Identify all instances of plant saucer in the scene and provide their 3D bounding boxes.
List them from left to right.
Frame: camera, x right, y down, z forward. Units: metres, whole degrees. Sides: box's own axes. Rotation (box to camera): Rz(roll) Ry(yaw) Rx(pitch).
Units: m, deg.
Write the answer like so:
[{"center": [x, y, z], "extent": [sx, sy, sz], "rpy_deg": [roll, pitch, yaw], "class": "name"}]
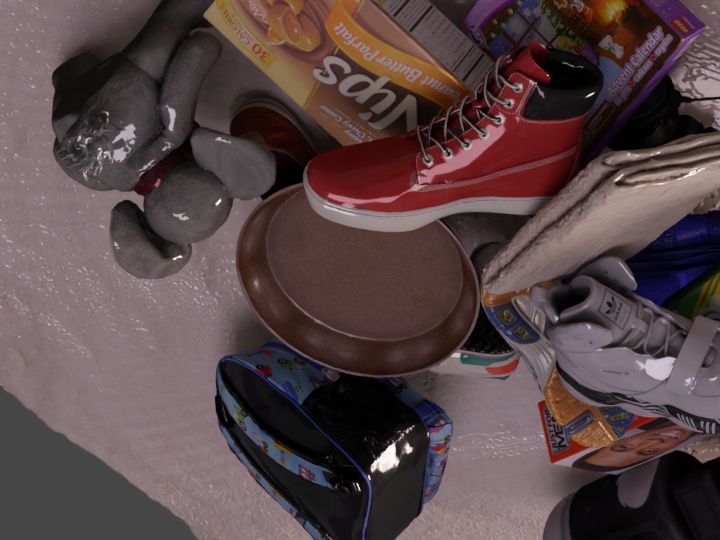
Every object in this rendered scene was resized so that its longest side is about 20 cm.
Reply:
[{"center": [0.000, 0.000, 1.366], "extent": [0.199, 0.035, 0.201], "rpy_deg": [10, 132, 11], "class": "plant saucer"}]

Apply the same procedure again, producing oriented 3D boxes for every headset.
[{"center": [0.222, -0.093, 1.288], "extent": [0.199, 0.094, 0.123], "rpy_deg": [-22, 126, 42], "class": "headset"}]

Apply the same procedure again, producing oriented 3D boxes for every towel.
[{"center": [0.177, -0.041, 1.224], "extent": [0.132, 0.035, 0.200], "rpy_deg": [-12, 162, -29], "class": "towel"}, {"center": [0.259, 0.008, 1.384], "extent": [0.198, 0.050, 0.148], "rpy_deg": [-4, 147, 16], "class": "towel"}]

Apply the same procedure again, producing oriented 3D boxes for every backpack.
[{"center": [-0.033, 0.141, 1.528], "extent": [0.200, 0.134, 0.183], "rpy_deg": [38, 150, 25], "class": "backpack"}]

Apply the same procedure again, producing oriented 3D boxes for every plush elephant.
[{"center": [-0.147, -0.090, 1.295], "extent": [0.164, 0.201, 0.155], "rpy_deg": [-30, 117, 24], "class": "plush elephant"}]

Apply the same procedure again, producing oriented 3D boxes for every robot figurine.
[{"center": [0.259, 0.239, 1.554], "extent": [0.199, 0.125, 0.150], "rpy_deg": [-30, 133, 35], "class": "robot figurine"}]

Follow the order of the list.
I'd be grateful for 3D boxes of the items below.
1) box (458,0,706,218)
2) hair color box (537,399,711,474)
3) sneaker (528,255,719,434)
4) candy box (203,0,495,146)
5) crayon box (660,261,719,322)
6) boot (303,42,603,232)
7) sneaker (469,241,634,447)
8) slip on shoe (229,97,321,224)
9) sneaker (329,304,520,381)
[{"center": [0.138, -0.150, 1.247], "extent": [0.137, 0.039, 0.200], "rpy_deg": [46, 132, 11], "class": "box"}, {"center": [0.260, 0.109, 1.459], "extent": [0.101, 0.062, 0.199], "rpy_deg": [14, 147, -44], "class": "hair color box"}, {"center": [0.215, 0.054, 1.253], "extent": [0.199, 0.075, 0.115], "rpy_deg": [6, 147, 38], "class": "sneaker"}, {"center": [-0.004, -0.164, 1.256], "extent": [0.200, 0.055, 0.115], "rpy_deg": [42, 132, -6], "class": "candy box"}, {"center": [0.325, 0.031, 1.274], "extent": [0.126, 0.052, 0.200], "rpy_deg": [50, 131, 1], "class": "crayon box"}, {"center": [0.061, -0.098, 1.171], "extent": [0.198, 0.073, 0.145], "rpy_deg": [-6, 145, -12], "class": "boot"}, {"center": [0.157, 0.054, 1.398], "extent": [0.075, 0.088, 0.201], "rpy_deg": [-33, 114, 1], "class": "sneaker"}, {"center": [-0.037, -0.054, 1.400], "extent": [0.074, 0.061, 0.200], "rpy_deg": [-26, 125, 28], "class": "slip on shoe"}, {"center": [0.044, 0.057, 1.480], "extent": [0.198, 0.071, 0.094], "rpy_deg": [10, 148, 10], "class": "sneaker"}]
